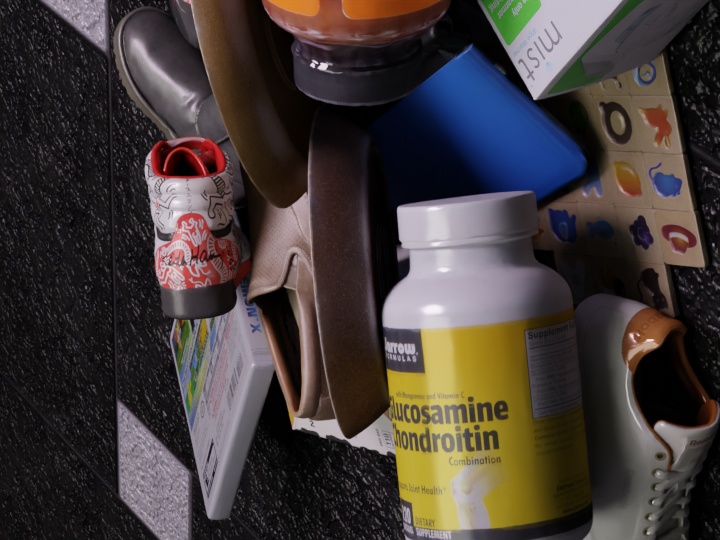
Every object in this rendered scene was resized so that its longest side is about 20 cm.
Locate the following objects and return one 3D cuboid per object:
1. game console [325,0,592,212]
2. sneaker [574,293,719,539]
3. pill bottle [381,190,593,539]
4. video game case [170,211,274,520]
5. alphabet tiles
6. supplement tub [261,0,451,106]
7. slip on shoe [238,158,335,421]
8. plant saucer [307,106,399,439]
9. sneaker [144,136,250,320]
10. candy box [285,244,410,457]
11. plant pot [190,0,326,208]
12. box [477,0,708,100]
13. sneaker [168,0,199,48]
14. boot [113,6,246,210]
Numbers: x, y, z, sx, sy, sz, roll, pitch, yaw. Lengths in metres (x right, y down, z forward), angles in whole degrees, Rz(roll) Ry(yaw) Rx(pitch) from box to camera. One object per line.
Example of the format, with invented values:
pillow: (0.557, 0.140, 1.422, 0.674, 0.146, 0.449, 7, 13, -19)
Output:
game console: (0.053, -0.126, 1.242, 0.200, 0.117, 0.172, 148, 130, -60)
sneaker: (0.172, 0.117, 1.171, 0.084, 0.072, 0.202, 13, 121, 51)
pill bottle: (0.070, 0.059, 1.146, 0.112, 0.111, 0.202, 0, 97, 56)
video game case: (-0.110, 0.063, 1.552, 0.201, 0.022, 0.183, 108, 153, -47)
alphabet tiles: (0.133, -0.072, 1.175, 0.166, 0.006, 0.202, 7, 114, 55)
supplement tub: (-0.003, -0.190, 1.032, 0.107, 0.106, 0.202, 31, 131, 44)
slip on shoe: (-0.048, 0.004, 1.335, 0.076, 0.060, 0.202, -27, 79, 56)
plant saucer: (0.000, 0.000, 1.207, 0.200, 0.034, 0.202, -6, -90, -82)
sneaker: (-0.112, -0.044, 1.390, 0.202, 0.067, 0.109, -99, 6, -75)
candy box: (0.013, 0.053, 1.383, 0.199, 0.061, 0.138, 8, 115, 56)
plant pot: (-0.056, -0.138, 1.187, 0.027, 0.200, 0.202, -12, 102, 14)
box: (0.125, -0.217, 1.013, 0.177, 0.096, 0.200, 62, 148, 13)
sneaker: (-0.085, -0.241, 1.275, 0.074, 0.086, 0.202, 94, 175, -75)
boot: (-0.085, -0.130, 1.408, 0.183, 0.072, 0.200, 55, 156, -6)
